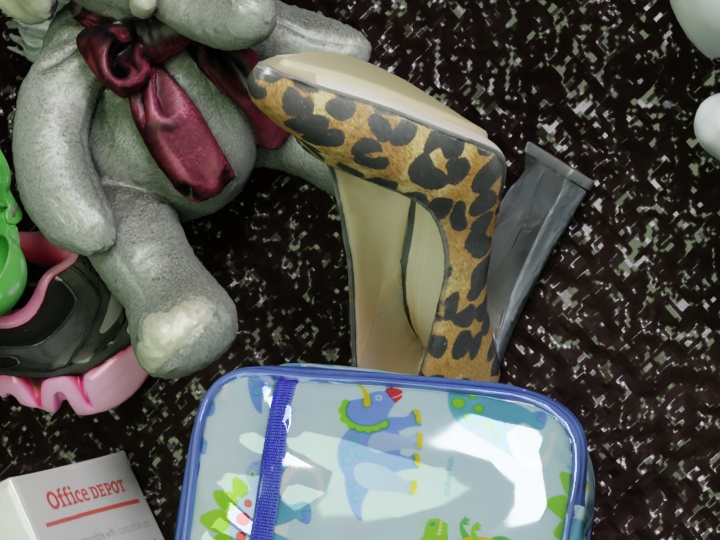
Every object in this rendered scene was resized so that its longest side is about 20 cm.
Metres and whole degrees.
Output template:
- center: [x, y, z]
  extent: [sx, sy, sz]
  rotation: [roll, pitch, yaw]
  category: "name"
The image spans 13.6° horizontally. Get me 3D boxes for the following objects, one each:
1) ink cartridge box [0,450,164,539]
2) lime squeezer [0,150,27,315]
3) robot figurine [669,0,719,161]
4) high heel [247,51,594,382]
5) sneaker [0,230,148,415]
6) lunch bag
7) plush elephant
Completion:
- center: [-0.119, 0.145, 1.226]
  extent: [0.067, 0.116, 0.201]
  rotation: [-29, 83, 17]
  category: "ink cartridge box"
- center: [-0.164, -0.022, 1.170]
  extent: [0.038, 0.070, 0.201]
  rotation: [-17, 75, 57]
  category: "lime squeezer"
- center: [0.194, -0.100, 1.107]
  extent: [0.199, 0.113, 0.170]
  rotation: [34, 87, -7]
  category: "robot figurine"
- center: [0.000, 0.000, 1.149]
  extent: [0.071, 0.200, 0.143]
  rotation: [36, 99, 40]
  category: "high heel"
- center: [-0.186, 0.014, 1.248]
  extent: [0.199, 0.095, 0.079]
  rotation: [-7, 60, 14]
  category: "sneaker"
- center: [0.001, 0.138, 1.127]
  extent: [0.160, 0.082, 0.201]
  rotation: [8, 80, 9]
  category: "lunch bag"
- center: [-0.074, -0.094, 1.177]
  extent: [0.164, 0.155, 0.200]
  rotation: [-33, 60, -26]
  category: "plush elephant"
